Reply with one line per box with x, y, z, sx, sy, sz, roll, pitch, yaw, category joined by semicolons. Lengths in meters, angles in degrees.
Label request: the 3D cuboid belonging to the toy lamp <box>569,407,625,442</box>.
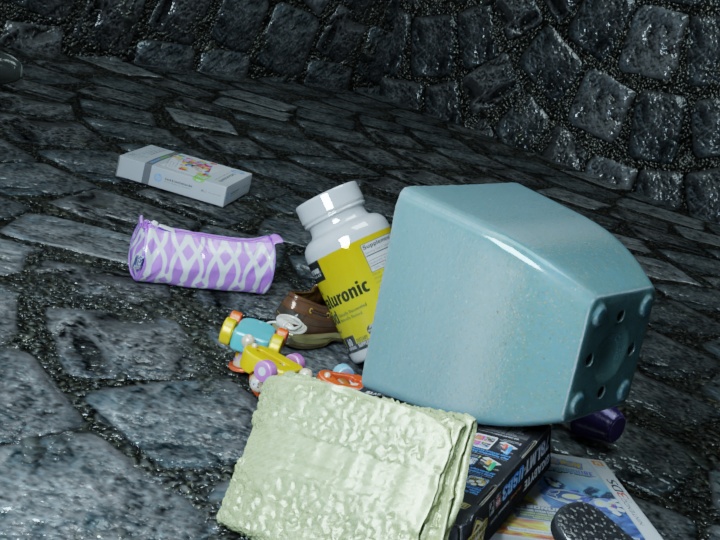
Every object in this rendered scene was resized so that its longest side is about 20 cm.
0.226;0.146;1.380;0.058;0.059;0.199;-2;23;-46;toy lamp

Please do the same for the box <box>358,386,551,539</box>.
0.042;0.173;1.018;0.199;0.050;0.198;9;22;28;box

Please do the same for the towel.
-0.012;0.166;0.920;0.199;0.149;0.037;10;-20;27;towel

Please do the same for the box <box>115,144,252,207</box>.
-0.308;-0.168;2.033;0.199;0.041;0.156;18;16;7;box

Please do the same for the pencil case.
-0.207;-0.020;1.516;0.199;0.086;0.084;7;18;-27;pencil case

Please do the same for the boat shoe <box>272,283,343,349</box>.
-0.033;0.050;1.459;0.072;0.068;0.199;24;18;32;boat shoe

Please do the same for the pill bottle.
0.000;0.000;1.388;0.111;0.201;0.111;-25;-2;-1;pill bottle

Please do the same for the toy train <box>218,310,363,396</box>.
-0.073;0.108;1.256;0.149;0.056;0.200;9;17;-36;toy train

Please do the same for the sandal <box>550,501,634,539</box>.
0.234;0.271;0.949;0.075;0.045;0.200;-13;41;-38;sandal

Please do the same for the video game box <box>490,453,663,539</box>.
0.165;0.222;1.075;0.198;0.047;0.182;10;14;-13;video game box

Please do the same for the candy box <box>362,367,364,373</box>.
0.119;0.115;1.250;0.199;0.061;0.136;33;30;8;candy box

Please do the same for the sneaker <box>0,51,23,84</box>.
-0.815;-0.423;2.440;0.198;0.076;0.079;6;27;-1;sneaker

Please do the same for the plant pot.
0.150;0.042;1.067;0.199;0.198;0.195;24;20;39;plant pot
